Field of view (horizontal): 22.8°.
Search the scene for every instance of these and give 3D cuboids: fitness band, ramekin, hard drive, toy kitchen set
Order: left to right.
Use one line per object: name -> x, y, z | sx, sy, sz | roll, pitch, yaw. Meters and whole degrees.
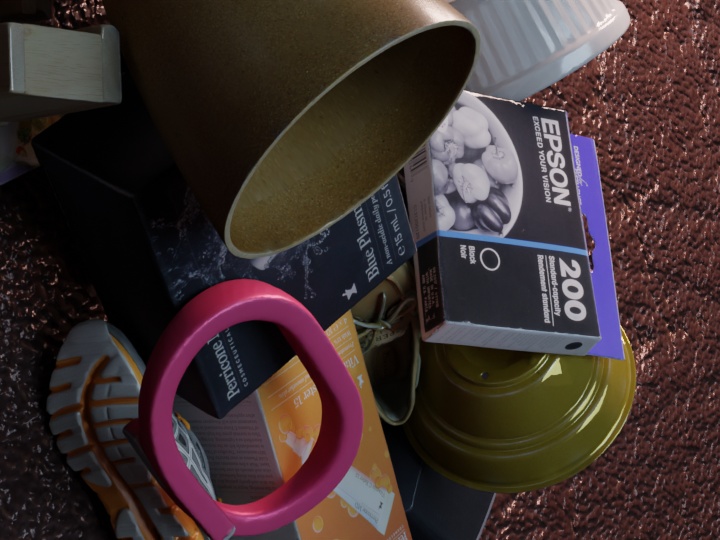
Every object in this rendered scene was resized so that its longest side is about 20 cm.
toy kitchen set -> -0.202, -0.187, 1.059 | 0.163, 0.180, 0.201 | 0, 87, -49
fitness band -> -0.072, 0.095, 1.161 | 0.144, 0.037, 0.200 | -42, 134, -13
hard drive -> 0.078, 0.146, 1.535 | 0.135, 0.042, 0.201 | 47, 52, -41
ramekin -> 0.118, -0.205, 1.501 | 0.202, 0.202, 0.095 | -42, 108, -46

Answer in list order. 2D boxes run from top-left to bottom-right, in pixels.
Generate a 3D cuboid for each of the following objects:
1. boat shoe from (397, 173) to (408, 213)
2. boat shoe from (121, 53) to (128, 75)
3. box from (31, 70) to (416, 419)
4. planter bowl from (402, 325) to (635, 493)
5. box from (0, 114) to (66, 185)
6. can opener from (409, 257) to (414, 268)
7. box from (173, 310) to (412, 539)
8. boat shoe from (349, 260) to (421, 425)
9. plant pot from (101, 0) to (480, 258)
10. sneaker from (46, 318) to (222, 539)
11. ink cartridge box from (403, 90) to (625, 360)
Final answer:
boat shoe -> -0.004, -0.069, 1.419 | 0.200, 0.068, 0.072 | 44, 54, -43
boat shoe -> -0.127, -0.085, 1.261 | 0.200, 0.060, 0.076 | 50, 50, -39
box -> -0.084, -0.047, 1.193 | 0.200, 0.117, 0.197 | -40, 134, -25
planter bowl -> 0.118, 0.071, 1.443 | 0.084, 0.199, 0.201 | 65, 38, -54
box -> -0.238, -0.074, 1.127 | 0.200, 0.041, 0.039 | -34, 115, -48
can opener -> 0.000, 0.000, 1.395 | 0.199, 0.066, 0.053 | 3, 88, -39
box -> -0.054, 0.139, 1.311 | 0.124, 0.097, 0.201 | -35, 115, -49
boat shoe -> 0.018, 0.049, 1.379 | 0.200, 0.073, 0.063 | 70, 4, -58
plant pot -> -0.065, -0.141, 1.030 | 0.200, 0.187, 0.186 | 48, 34, 17
sneaker -> -0.149, 0.117, 1.214 | 0.077, 0.078, 0.201 | -57, 135, -55
ink cartridge box -> 0.128, -0.036, 1.391 | 0.199, 0.043, 0.199 | 7, 67, -32
